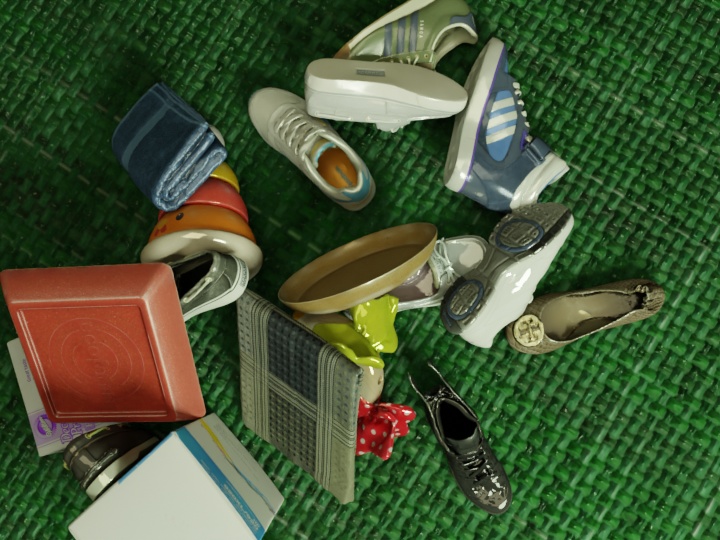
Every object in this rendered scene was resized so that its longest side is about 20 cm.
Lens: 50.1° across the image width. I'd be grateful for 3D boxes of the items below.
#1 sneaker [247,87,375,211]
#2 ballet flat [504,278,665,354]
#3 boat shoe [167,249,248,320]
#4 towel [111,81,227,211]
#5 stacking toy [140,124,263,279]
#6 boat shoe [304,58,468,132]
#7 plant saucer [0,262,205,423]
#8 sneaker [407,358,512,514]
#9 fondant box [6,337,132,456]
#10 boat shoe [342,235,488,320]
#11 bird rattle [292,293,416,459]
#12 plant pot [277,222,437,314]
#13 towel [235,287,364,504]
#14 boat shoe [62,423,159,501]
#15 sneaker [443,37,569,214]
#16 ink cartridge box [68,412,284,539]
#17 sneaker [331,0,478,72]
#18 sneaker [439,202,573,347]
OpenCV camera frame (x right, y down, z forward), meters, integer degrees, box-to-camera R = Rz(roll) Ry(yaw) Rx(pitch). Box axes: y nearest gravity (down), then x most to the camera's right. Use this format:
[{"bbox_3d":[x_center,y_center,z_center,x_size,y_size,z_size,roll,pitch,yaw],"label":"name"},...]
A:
[{"bbox_3d":[-0.061,-0.159,0.949,0.199,0.081,0.077,41,90,7],"label":"sneaker"},{"bbox_3d":[0.270,0.052,0.925,0.195,0.046,0.069,-14,83,2],"label":"ballet flat"},{"bbox_3d":[-0.219,0.026,0.865,0.197,0.063,0.072,-27,61,23],"label":"boat shoe"},{"bbox_3d":[-0.238,-0.153,0.920,0.112,0.048,0.200,-48,43,0],"label":"towel"},{"bbox_3d":[-0.194,-0.088,0.946,0.142,0.147,0.205,-7,66,3],"label":"stacking toy"},{"bbox_3d":[0.029,-0.202,0.926,0.195,0.069,0.073,2,44,-10],"label":"boat shoe"},{"bbox_3d":[-0.285,0.093,0.845,0.195,0.037,0.204,-2,118,7],"label":"plant saucer"},{"bbox_3d":[0.117,0.198,0.892,0.059,0.104,0.203,-29,84,0],"label":"sneaker"},{"bbox_3d":[-0.315,0.123,0.950,0.196,0.058,0.147,-21,83,3],"label":"fondant box"},{"bbox_3d":[0.067,0.010,0.932,0.197,0.065,0.076,-17,84,2],"label":"boat shoe"},{"bbox_3d":[-0.011,0.116,0.907,0.160,0.204,0.113,18,43,34],"label":"bird rattle"},{"bbox_3d":[0.000,0.000,0.880,0.196,0.200,0.028,-23,104,2],"label":"plant pot"},{"bbox_3d":[-0.069,0.140,0.866,0.190,0.034,0.204,29,131,32],"label":"towel"},{"bbox_3d":[-0.278,0.202,0.867,0.061,0.201,0.072,44,82,1],"label":"boat shoe"},{"bbox_3d":[0.191,-0.168,0.943,0.143,0.081,0.205,18,78,-8],"label":"sneaker"},{"bbox_3d":[-0.191,0.269,0.857,0.147,0.200,0.145,-41,86,-1],"label":"ink cartridge box"},{"bbox_3d":[0.058,-0.271,0.957,0.198,0.067,0.091,-35,78,-3],"label":"sneaker"},{"bbox_3d":[0.179,0.004,0.913,0.200,0.087,0.075,-47,43,4],"label":"sneaker"}]
